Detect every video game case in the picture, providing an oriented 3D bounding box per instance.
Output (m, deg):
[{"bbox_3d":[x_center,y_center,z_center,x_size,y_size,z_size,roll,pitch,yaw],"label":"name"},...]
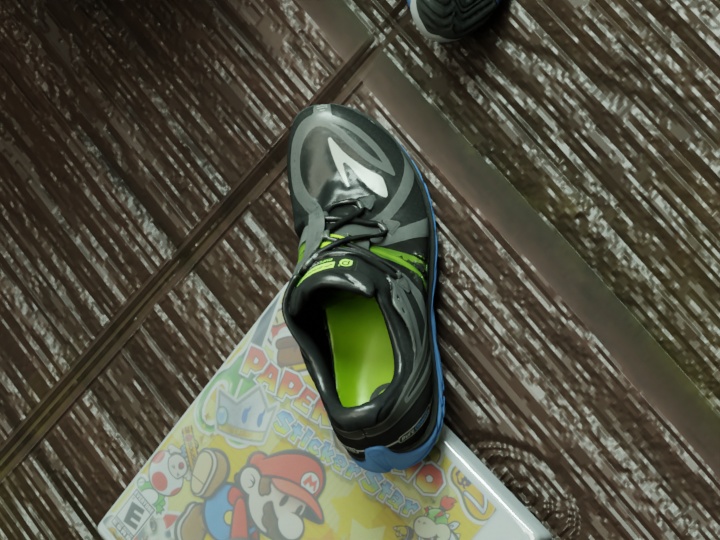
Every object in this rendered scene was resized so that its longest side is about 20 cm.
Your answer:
[{"bbox_3d":[-0.024,0.137,1.215,0.200,0.023,0.182,45,106,26],"label":"video game case"}]

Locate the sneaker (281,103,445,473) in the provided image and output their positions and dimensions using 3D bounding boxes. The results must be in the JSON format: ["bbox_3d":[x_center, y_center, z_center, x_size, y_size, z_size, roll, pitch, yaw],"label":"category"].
[{"bbox_3d":[0.000,0.000,1.171,0.071,0.083,0.200,-15,65,14],"label":"sneaker"}]

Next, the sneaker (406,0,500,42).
[{"bbox_3d":[0.027,-0.213,1.203,0.077,0.076,0.200,-16,79,46],"label":"sneaker"}]
